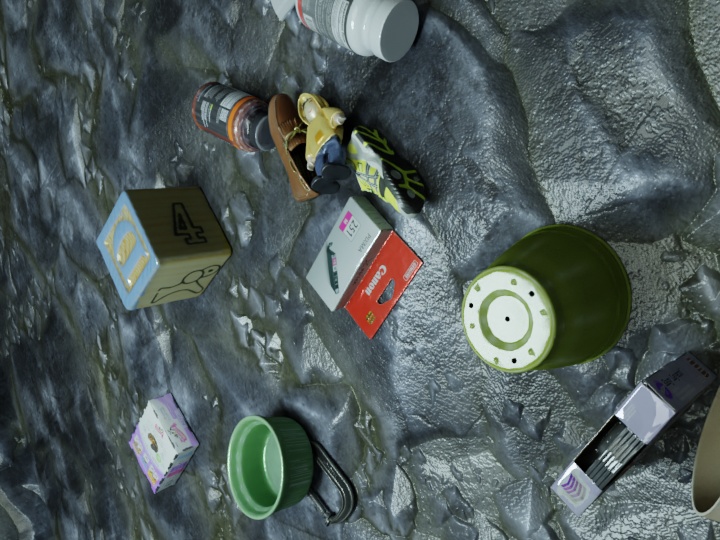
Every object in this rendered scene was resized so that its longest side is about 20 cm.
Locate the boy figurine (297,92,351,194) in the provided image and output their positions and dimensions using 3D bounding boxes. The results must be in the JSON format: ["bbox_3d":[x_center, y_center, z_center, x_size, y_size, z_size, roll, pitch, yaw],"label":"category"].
[{"bbox_3d":[-0.064,-0.240,1.063,0.124,0.063,0.205,-42,51,43],"label":"boy figurine"}]

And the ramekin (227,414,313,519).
[{"bbox_3d":[-0.187,0.405,1.263,0.197,0.096,0.207,-7,80,44],"label":"ramekin"}]

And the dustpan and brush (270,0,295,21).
[{"bbox_3d":[-0.140,-0.589,1.120,0.138,0.057,0.204,-34,82,37],"label":"dustpan and brush"}]

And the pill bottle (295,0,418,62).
[{"bbox_3d":[-0.006,-0.424,0.983,0.199,0.114,0.118,37,119,29],"label":"pill bottle"}]

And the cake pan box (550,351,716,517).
[{"bbox_3d":[0.335,0.196,0.736,0.052,0.197,0.187,43,119,31],"label":"cake pan box"}]

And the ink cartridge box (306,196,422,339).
[{"bbox_3d":[0.000,0.000,1.095,0.174,0.043,0.202,49,125,25],"label":"ink cartridge box"}]

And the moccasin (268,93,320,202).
[{"bbox_3d":[-0.121,-0.234,1.132,0.077,0.072,0.207,-16,87,55],"label":"moccasin"}]

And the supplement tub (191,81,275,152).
[{"bbox_3d":[-0.246,-0.305,1.215,0.198,0.106,0.110,30,115,33],"label":"supplement tub"}]

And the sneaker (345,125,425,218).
[{"bbox_3d":[0.041,-0.157,1.023,0.202,0.074,0.077,58,136,30],"label":"sneaker"}]

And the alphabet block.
[{"bbox_3d":[-0.446,-0.054,1.368,0.195,0.198,0.199,-41,71,36],"label":"alphabet block"}]

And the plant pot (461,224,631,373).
[{"bbox_3d":[0.233,0.049,0.804,0.197,0.190,0.207,8,103,39],"label":"plant pot"}]

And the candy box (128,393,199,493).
[{"bbox_3d":[-0.529,0.461,1.607,0.169,0.071,0.202,51,126,22],"label":"candy box"}]

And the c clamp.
[{"bbox_3d":[-0.094,0.454,1.265,0.199,0.027,0.174,39,115,31],"label":"c clamp"}]

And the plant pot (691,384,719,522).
[{"bbox_3d":[0.489,0.213,0.638,0.196,0.186,0.192,20,111,21],"label":"plant pot"}]
